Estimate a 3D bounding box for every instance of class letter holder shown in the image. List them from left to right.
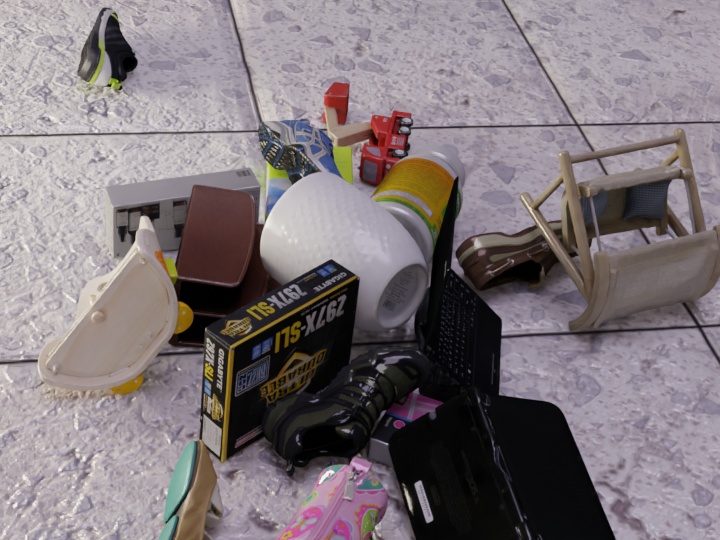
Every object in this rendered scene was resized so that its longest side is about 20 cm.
[{"bbox_3d":[-0.151,-0.002,1.766,0.140,0.102,0.201,7,36,-3],"label":"letter holder"}]

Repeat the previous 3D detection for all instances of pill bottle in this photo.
[{"bbox_3d":[0.071,-0.084,1.903,0.110,0.112,0.200,17,37,14],"label":"pill bottle"}]

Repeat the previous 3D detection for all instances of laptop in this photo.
[{"bbox_3d":[0.131,0.031,1.644,0.200,0.103,0.178,44,32,-24],"label":"laptop"}]

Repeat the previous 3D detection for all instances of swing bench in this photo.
[{"bbox_3d":[0.340,-0.050,1.824,0.196,0.130,0.202,-12,72,-25],"label":"swing bench"}]

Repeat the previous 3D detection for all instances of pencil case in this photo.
[{"bbox_3d":[-0.042,0.272,1.420,0.086,0.088,0.200,19,38,17],"label":"pencil case"}]

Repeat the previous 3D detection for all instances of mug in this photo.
[{"bbox_3d":[0.000,0.000,1.727,0.175,0.200,0.148,35,81,35],"label":"mug"}]

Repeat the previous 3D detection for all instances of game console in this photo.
[{"bbox_3d":[0.145,0.235,1.511,0.175,0.116,0.202,-31,47,13],"label":"game console"}]

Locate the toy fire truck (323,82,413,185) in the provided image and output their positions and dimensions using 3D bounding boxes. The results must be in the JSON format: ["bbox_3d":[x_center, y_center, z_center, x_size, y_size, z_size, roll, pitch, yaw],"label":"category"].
[{"bbox_3d":[0.004,-0.198,2.103,0.139,0.049,0.201,9,37,4],"label":"toy fire truck"}]

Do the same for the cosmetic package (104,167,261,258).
[{"bbox_3d":[-0.229,-0.074,1.868,0.197,0.083,0.051,-10,40,-21],"label":"cosmetic package"}]

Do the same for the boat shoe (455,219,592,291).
[{"bbox_3d":[0.220,-0.010,1.877,0.200,0.075,0.076,-11,61,-23],"label":"boat shoe"}]

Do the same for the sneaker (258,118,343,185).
[{"bbox_3d":[-0.063,-0.152,1.923,0.076,0.077,0.200,-18,43,-24],"label":"sneaker"}]

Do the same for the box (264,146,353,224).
[{"bbox_3d":[-0.069,-0.101,1.959,0.120,0.048,0.201,3,36,-4],"label":"box"}]

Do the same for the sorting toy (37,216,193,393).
[{"bbox_3d":[-0.274,0.025,1.662,0.106,0.200,0.181,31,21,-29],"label":"sorting toy"}]

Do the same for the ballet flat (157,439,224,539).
[{"bbox_3d":[-0.170,0.257,1.453,0.063,0.069,0.201,31,36,-15],"label":"ballet flat"}]

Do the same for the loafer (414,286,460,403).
[{"bbox_3d":[0.099,0.076,1.722,0.067,0.071,0.202,8,36,-2],"label":"loafer"}]

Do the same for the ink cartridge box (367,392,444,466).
[{"bbox_3d":[0.115,0.199,1.590,0.197,0.037,0.095,19,38,13],"label":"ink cartridge box"}]

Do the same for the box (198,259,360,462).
[{"bbox_3d":[-0.089,0.097,1.588,0.049,0.162,0.199,31,41,31],"label":"box"}]

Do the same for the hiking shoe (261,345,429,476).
[{"bbox_3d":[-0.004,0.158,1.567,0.198,0.076,0.101,-28,41,-7],"label":"hiking shoe"}]

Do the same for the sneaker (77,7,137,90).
[{"bbox_3d":[-0.385,-0.332,2.229,0.082,0.072,0.201,24,33,-18],"label":"sneaker"}]
